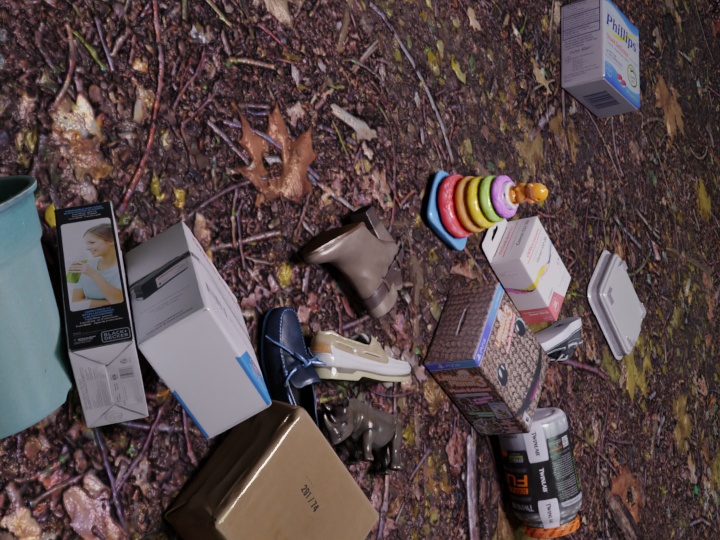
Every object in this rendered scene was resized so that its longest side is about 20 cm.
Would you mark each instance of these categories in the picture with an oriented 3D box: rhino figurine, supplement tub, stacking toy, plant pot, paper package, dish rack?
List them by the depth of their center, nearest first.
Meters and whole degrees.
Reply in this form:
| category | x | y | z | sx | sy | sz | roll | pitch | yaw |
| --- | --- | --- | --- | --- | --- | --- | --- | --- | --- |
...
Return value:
| category | x | y | z | sx | sy | sz | roll | pitch | yaw |
| --- | --- | --- | --- | --- | --- | --- | --- | --- | --- |
| plant pot | -0.355 | 0.040 | 0.907 | 0.200 | 0.199 | 0.197 | -38 | 119 | -49 |
| paper package | -0.102 | 0.292 | 1.218 | 0.191 | 0.103 | 0.201 | -51 | 122 | -33 |
| rhino figurine | -0.001 | 0.222 | 1.403 | 0.200 | 0.059 | 0.088 | 33 | 51 | -53 |
| stacking toy | 0.215 | -0.115 | 1.653 | 0.116 | 0.199 | 0.110 | 42 | 52 | -38 |
| supplement tub | 0.308 | 0.344 | 1.735 | 0.122 | 0.122 | 0.201 | -14 | 93 | -52 |
| dish rack | 0.556 | 0.072 | 2.180 | 0.201 | 0.043 | 0.172 | 60 | 41 | -25 |

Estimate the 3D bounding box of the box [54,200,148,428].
| category | x | y | z | sx | sy | sz | roll | pitch | yaw |
| --- | --- | --- | --- | --- | --- | --- | --- | --- | --- |
| box | -0.258 | 0.040 | 1.009 | 0.117 | 0.060 | 0.201 | 93 | -17 | -45 |

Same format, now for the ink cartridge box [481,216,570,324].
| category | x | y | z | sx | sy | sz | roll | pitch | yaw |
| --- | --- | --- | --- | --- | --- | --- | --- | --- | --- |
| ink cartridge box | 0.303 | -0.014 | 1.852 | 0.200 | 0.067 | 0.117 | 54 | 44 | -30 |

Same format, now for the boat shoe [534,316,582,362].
| category | x | y | z | sx | sy | sz | roll | pitch | yaw |
| --- | --- | --- | --- | --- | --- | --- | --- | --- | --- |
| boat shoe | 0.368 | 0.141 | 1.906 | 0.200 | 0.071 | 0.068 | -19 | 96 | -59 |

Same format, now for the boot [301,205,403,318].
| category | x | y | z | sx | sy | sz | roll | pitch | yaw |
| --- | --- | --- | --- | --- | --- | --- | --- | --- | --- |
| boot | 0.000 | 0.000 | 1.460 | 0.200 | 0.070 | 0.147 | -38 | 114 | -49 |

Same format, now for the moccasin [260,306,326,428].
| category | x | y | z | sx | sy | sz | roll | pitch | yaw |
| --- | --- | --- | --- | --- | --- | --- | --- | --- | --- |
| moccasin | -0.077 | 0.145 | 1.326 | 0.080 | 0.068 | 0.202 | -10 | 90 | -52 |

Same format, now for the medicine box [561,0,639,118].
| category | x | y | z | sx | sy | sz | roll | pitch | yaw |
| --- | --- | --- | --- | --- | --- | --- | --- | --- | --- |
| medicine box | 0.521 | -0.461 | 2.203 | 0.182 | 0.102 | 0.201 | 22 | 66 | -48 |

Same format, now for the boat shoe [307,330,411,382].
| category | x | y | z | sx | sy | sz | roll | pitch | yaw |
| --- | --- | --- | --- | --- | --- | --- | --- | --- | --- |
| boat shoe | 0.005 | 0.123 | 1.433 | 0.199 | 0.074 | 0.069 | 12 | 75 | -52 |

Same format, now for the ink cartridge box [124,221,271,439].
| category | x | y | z | sx | sy | sz | roll | pitch | yaw |
| --- | --- | --- | --- | --- | --- | --- | --- | --- | --- |
| ink cartridge box | -0.180 | 0.060 | 1.106 | 0.145 | 0.084 | 0.200 | 62 | 0 | -33 |

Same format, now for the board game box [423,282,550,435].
| category | x | y | z | sx | sy | sz | roll | pitch | yaw |
| --- | --- | --- | --- | --- | --- | --- | --- | --- | --- |
| board game box | 0.213 | 0.148 | 1.676 | 0.200 | 0.096 | 0.160 | 51 | 46 | -33 |
